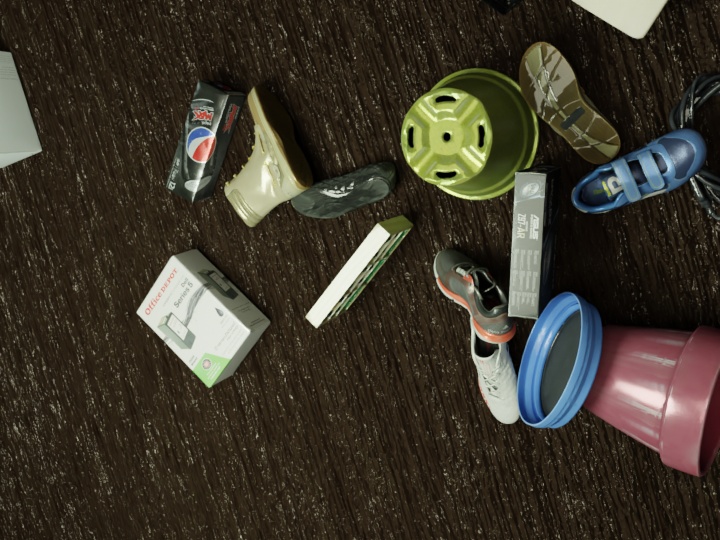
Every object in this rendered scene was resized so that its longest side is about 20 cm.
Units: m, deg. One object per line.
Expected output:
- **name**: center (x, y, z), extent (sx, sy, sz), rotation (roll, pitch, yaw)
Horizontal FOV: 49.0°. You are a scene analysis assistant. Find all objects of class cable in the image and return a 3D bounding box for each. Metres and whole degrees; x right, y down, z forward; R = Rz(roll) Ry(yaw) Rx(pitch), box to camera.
- **cable**: center (0.513, -0.180, 1.070), extent (0.162, 0.051, 0.202), rotation (-24, 89, 26)

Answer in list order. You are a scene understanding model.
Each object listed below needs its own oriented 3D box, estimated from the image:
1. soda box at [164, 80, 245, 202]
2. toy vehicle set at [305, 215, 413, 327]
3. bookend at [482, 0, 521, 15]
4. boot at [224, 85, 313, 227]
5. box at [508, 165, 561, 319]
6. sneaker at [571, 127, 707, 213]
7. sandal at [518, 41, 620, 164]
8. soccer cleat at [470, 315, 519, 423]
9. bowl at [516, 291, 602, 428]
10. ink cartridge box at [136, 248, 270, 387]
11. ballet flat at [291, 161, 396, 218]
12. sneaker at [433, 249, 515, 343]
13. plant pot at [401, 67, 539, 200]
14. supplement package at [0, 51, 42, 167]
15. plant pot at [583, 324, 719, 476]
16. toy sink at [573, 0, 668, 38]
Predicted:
- **soda box**: center (-0.270, -0.223, 1.370), extent (0.063, 0.071, 0.202), rotation (27, 109, 12)
- **toy vehicle set**: center (0.000, 0.000, 1.273), extent (0.026, 0.124, 0.201), rotation (42, 112, 9)
- **bookend**: center (0.225, -0.456, 1.056), extent (0.199, 0.198, 0.093), rotation (-35, 84, 23)
- **boot**: center (-0.175, -0.192, 1.338), extent (0.155, 0.072, 0.202), rotation (-32, 78, 33)
- **box**: center (0.253, -0.046, 1.143), extent (0.043, 0.160, 0.203), rotation (5, 101, 20)
- **sneaker**: center (0.381, -0.129, 1.095), extent (0.199, 0.082, 0.075), rotation (-29, 83, 42)
- **sandal**: center (0.302, -0.242, 1.149), extent (0.080, 0.054, 0.200), rotation (-38, 99, 29)
- **soccer cleat**: center (0.207, 0.148, 1.237), extent (0.068, 0.085, 0.203), rotation (-9, 96, 23)
- **bowl**: center (0.288, 0.132, 1.147), extent (0.039, 0.201, 0.203), rotation (18, 108, -7)
- **ink cartridge box**: center (-0.285, 0.083, 1.426), extent (0.200, 0.084, 0.146), rotation (42, 112, 10)
- **ballet flat**: center (-0.027, -0.131, 1.310), extent (0.198, 0.057, 0.067), rotation (-10, 123, 28)
- **sneaker**: center (0.175, 0.017, 1.187), extent (0.201, 0.076, 0.083), rotation (-125, 22, -44)
- **plant pot**: center (0.146, -0.194, 1.145), extent (0.198, 0.184, 0.203), rotation (4, 102, 21)
- **supplement package**: center (-0.719, -0.305, 1.512), extent (0.116, 0.117, 0.202), rotation (-15, 94, 23)
- **plant pot**: center (0.416, 0.162, 1.109), extent (0.177, 0.199, 0.203), rotation (16, 106, 34)
- **toy sink**: center (0.381, -0.431, 1.033), extent (0.130, 0.112, 0.201), rotation (36, 130, 13)
